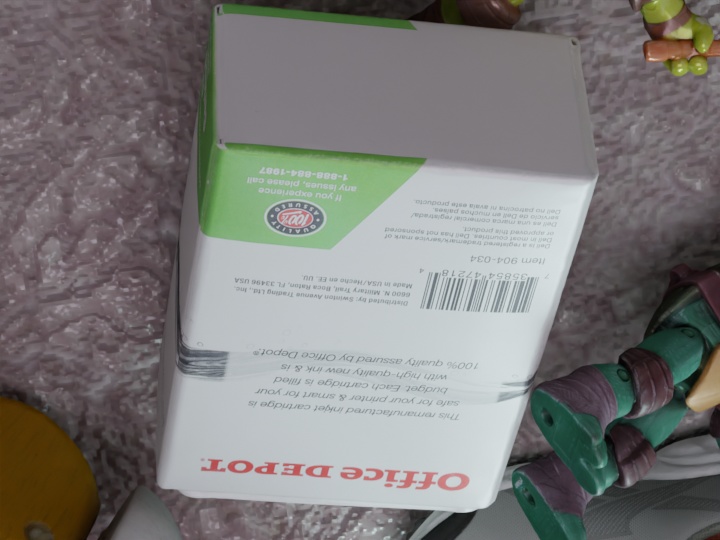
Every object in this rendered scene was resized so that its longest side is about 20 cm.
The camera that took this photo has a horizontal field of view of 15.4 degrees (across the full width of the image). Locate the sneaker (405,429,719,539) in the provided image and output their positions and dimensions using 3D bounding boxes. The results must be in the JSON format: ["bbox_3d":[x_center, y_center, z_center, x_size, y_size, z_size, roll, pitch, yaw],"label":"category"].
[{"bbox_3d":[0.107,0.127,1.180,0.199,0.079,0.074,-14,123,3],"label":"sneaker"}]

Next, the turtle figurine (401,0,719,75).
[{"bbox_3d":[0.071,-0.140,1.022,0.161,0.065,0.200,-21,137,17],"label":"turtle figurine"}]

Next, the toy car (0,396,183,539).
[{"bbox_3d":[-0.182,0.141,1.088,0.175,0.200,0.150,33,119,-4],"label":"toy car"}]

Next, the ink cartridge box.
[{"bbox_3d":[0.000,0.000,1.059,0.145,0.084,0.201,4,137,-9],"label":"ink cartridge box"}]

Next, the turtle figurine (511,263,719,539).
[{"bbox_3d":[0.159,0.043,1.115,0.199,0.101,0.150,-26,133,-21],"label":"turtle figurine"}]
